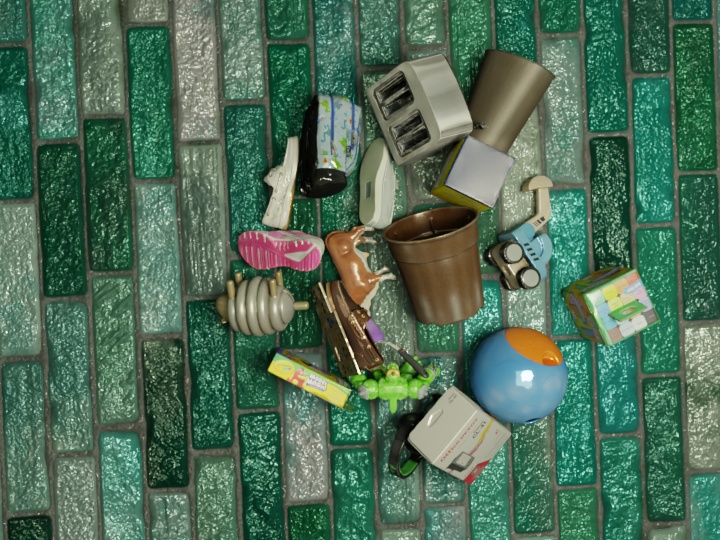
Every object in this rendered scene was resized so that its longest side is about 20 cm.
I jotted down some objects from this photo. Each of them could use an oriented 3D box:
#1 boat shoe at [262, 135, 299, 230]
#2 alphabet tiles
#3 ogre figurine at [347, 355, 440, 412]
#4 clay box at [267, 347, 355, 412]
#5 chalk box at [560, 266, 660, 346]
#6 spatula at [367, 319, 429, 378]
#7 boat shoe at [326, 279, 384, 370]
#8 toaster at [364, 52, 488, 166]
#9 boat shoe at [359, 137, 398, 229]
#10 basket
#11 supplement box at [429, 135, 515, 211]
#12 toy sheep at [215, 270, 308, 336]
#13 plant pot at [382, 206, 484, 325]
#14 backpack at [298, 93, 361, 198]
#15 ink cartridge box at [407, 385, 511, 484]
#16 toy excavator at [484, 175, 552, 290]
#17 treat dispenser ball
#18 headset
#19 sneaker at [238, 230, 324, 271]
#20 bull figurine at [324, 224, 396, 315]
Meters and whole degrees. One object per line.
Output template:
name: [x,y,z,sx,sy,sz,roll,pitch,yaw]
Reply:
boat shoe: [-0.171,-0.190,1.564,0.069,0.071,0.201,10,92,-3]
alphabet tiles: [-0.056,0.123,1.521,0.008,0.167,0.200,-21,86,-15]
ogre figurine: [0.069,0.232,1.555,0.199,0.120,0.098,17,110,-7]
clay box: [-0.095,0.229,1.552,0.200,0.115,0.048,26,89,-4]
chalk box: [0.524,0.073,1.538,0.124,0.200,0.124,-26,92,-2]
spatula: [0.069,0.163,1.549,0.200,0.056,0.021,37,118,29]
boat shoe: [-0.009,0.108,1.519,0.070,0.070,0.200,-18,98,19]
toaster: [0.124,-0.327,1.507,0.119,0.200,0.181,-25,92,-39]
boat shoe: [0.044,-0.182,1.578,0.071,0.070,0.201,20,69,-39]
basket: [0.290,-0.340,1.550,0.136,0.180,0.200,19,99,-36]
supplement box: [0.226,-0.192,1.519,0.109,0.200,0.109,26,90,-3]
toy sheep: [-0.206,0.072,1.537,0.199,0.138,0.138,0,91,13]
plant pot: [0.165,-0.006,1.518,0.200,0.200,0.199,-16,108,-3]
backpack: [-0.065,-0.266,1.537,0.153,0.163,0.201,-11,85,-11]
ink cartridge box: [0.208,0.344,1.529,0.148,0.200,0.086,-51,51,0]
toy excavator: [0.364,-0.078,1.591,0.200,0.100,0.195,-35,94,-15]
treat dispenser ball: [0.326,0.216,1.530,0.200,0.201,0.202,0,91,-3]
headset: [0.130,0.348,1.561,0.094,0.124,0.200,15,61,30]
sneaker: [-0.163,-0.045,1.566,0.199,0.088,0.082,11,107,18]
bull figurine: [0.000,0.000,1.580,0.121,0.065,0.200,-24,94,-6]
